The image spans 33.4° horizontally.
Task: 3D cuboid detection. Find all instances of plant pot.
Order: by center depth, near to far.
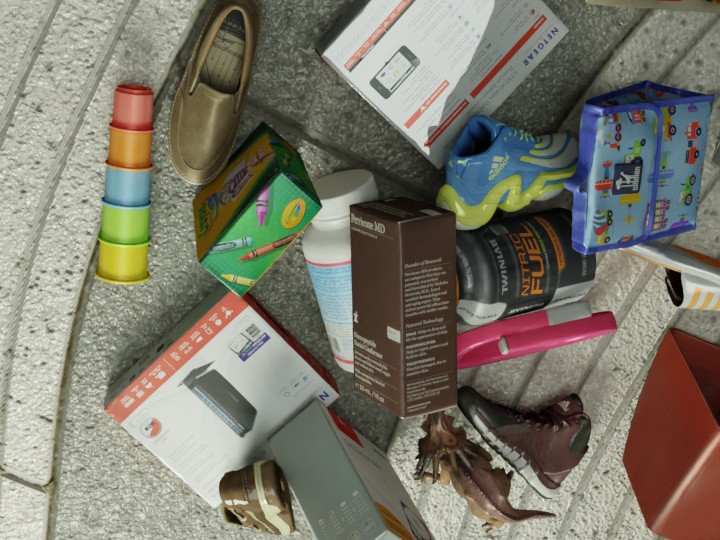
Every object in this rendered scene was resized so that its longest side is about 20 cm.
[{"bbox_3d":[0.420,0.219,1.408,0.198,0.201,0.177,22,118,-16],"label":"plant pot"}]

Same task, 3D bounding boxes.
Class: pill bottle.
[{"bbox_3d":[0.147,-0.001,1.284,0.198,0.106,0.108,-12,113,-30],"label":"pill bottle"},{"bbox_3d":[0.000,0.000,1.292,0.107,0.109,0.202,-17,112,-3],"label":"pill bottle"}]

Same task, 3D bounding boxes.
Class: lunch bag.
[{"bbox_3d":[0.274,-0.108,1.259,0.199,0.093,0.152,-16,117,-43],"label":"lunch bag"}]

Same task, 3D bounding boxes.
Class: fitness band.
[{"bbox_3d":[0.188,0.074,1.334,0.197,0.144,0.038,-11,79,-11],"label":"fitness band"}]

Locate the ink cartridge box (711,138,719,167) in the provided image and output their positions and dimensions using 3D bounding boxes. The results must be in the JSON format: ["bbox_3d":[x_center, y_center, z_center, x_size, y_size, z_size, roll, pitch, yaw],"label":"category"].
[{"bbox_3d":[0.518,-0.142,1.310,0.198,0.145,0.146,13,107,-14],"label":"ink cartridge box"}]

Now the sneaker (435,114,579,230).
[{"bbox_3d":[0.162,-0.121,1.254,0.199,0.075,0.106,-32,136,-31],"label":"sneaker"}]

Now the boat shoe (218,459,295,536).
[{"bbox_3d":[-0.119,0.254,1.338,0.074,0.076,0.203,-12,155,-2],"label":"boat shoe"}]

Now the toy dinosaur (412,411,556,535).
[{"bbox_3d":[0.130,0.238,1.374,0.199,0.136,0.086,39,81,12],"label":"toy dinosaur"}]

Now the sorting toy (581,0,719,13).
[{"bbox_3d":[0.343,-0.369,1.240,0.197,0.070,0.201,1,109,-10],"label":"sorting toy"}]

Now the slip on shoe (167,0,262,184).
[{"bbox_3d":[-0.148,-0.181,1.224,0.075,0.061,0.202,20,104,-10],"label":"slip on shoe"}]

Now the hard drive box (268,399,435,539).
[{"bbox_3d":[0.001,0.261,1.314,0.077,0.200,0.156,-41,135,6],"label":"hard drive box"}]

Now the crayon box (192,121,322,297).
[{"bbox_3d":[-0.108,-0.066,1.201,0.058,0.200,0.119,40,99,-20],"label":"crayon box"}]

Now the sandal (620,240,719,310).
[{"bbox_3d":[0.360,0.007,1.378,0.204,0.079,0.060,19,107,-7],"label":"sandal"}]

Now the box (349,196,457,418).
[{"bbox_3d":[0.043,0.035,1.203,0.074,0.100,0.203,-8,105,-29],"label":"box"}]

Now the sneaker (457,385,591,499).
[{"bbox_3d":[0.200,0.172,1.414,0.115,0.076,0.200,-44,121,2],"label":"sneaker"}]

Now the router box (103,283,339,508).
[{"bbox_3d":[-0.154,0.137,1.346,0.200,0.049,0.180,-42,111,6],"label":"router box"}]

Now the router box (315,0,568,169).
[{"bbox_3d":[0.084,-0.240,1.245,0.179,0.049,0.200,41,98,-20],"label":"router box"}]

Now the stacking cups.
[{"bbox_3d":[-0.240,-0.089,1.245,0.060,0.061,0.202,5,109,-11],"label":"stacking cups"}]
